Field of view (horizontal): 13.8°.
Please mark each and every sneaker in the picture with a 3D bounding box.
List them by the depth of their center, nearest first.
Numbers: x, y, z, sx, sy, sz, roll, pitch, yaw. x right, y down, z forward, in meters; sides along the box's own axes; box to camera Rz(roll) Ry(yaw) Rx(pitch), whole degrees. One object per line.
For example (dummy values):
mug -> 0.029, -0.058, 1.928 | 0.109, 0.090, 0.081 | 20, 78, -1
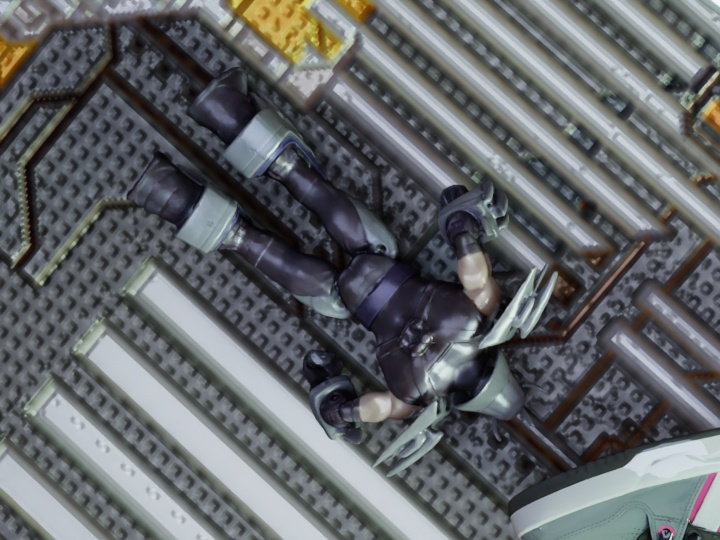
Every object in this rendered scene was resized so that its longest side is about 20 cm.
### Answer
sneaker -> 0.167, 0.126, 1.236 | 0.199, 0.084, 0.121 | -13, 80, 12

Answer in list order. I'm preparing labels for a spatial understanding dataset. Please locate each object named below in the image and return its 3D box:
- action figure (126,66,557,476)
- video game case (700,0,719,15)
action figure -> 0.000, 0.000, 1.276 | 0.200, 0.069, 0.130 | 40, 93, 5
video game case -> 0.157, -0.208, 1.202 | 0.200, 0.022, 0.183 | 33, 100, -22
